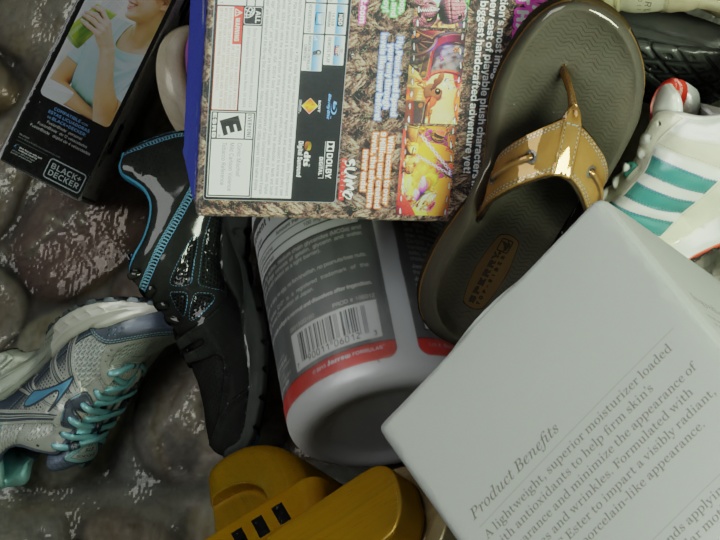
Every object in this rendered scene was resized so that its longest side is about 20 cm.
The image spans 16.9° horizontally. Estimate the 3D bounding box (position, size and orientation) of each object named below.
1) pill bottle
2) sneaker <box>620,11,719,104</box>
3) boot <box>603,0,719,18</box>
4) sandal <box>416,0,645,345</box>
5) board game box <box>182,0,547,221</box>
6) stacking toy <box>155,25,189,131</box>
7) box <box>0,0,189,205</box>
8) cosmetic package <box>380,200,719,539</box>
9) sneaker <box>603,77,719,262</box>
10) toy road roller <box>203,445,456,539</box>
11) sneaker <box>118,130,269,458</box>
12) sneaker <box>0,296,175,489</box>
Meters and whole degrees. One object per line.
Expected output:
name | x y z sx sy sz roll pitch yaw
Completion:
pill bottle | 0.000 0.000 1.388 0.115 0.116 0.201 -27 57 27
sneaker | 0.139 -0.152 1.373 0.199 0.076 0.091 20 76 38
boot | 0.216 -0.191 1.318 0.154 0.073 0.200 13 37 12
sandal | 0.088 -0.043 1.244 0.201 0.081 0.055 -62 18 17
board game box | 0.010 -0.117 1.285 0.097 0.198 0.161 -110 24 -66
stacking toy | -0.025 -0.138 1.491 0.199 0.085 0.086 -19 61 27
box | -0.158 -0.145 1.567 0.060 0.117 0.201 27 90 -1
cosmetic package | 0.151 0.107 1.193 0.165 0.165 0.200 -46 51 13
sneaker | 0.163 -0.049 1.285 0.199 0.070 0.094 -26 93 23
toy road roller | -0.013 0.154 1.336 0.199 0.123 0.147 -33 45 24
sneaker | -0.098 0.016 1.453 0.081 0.073 0.202 -6 84 -8
sneaker | -0.172 0.079 1.531 0.199 0.077 0.087 -28 68 35
